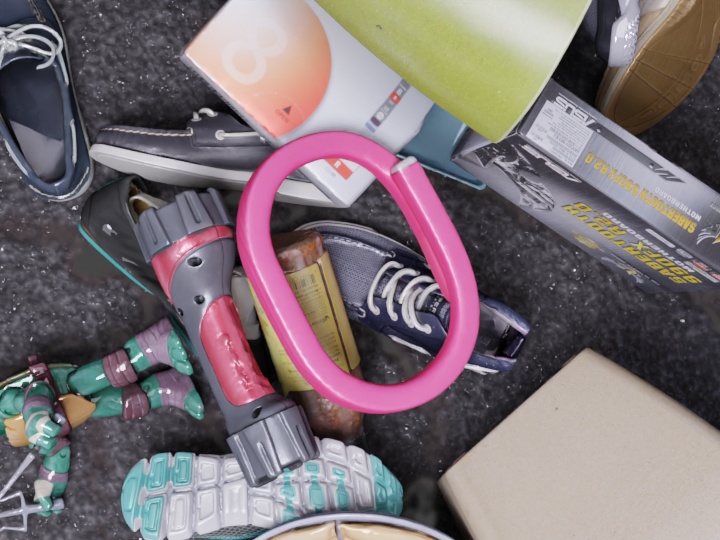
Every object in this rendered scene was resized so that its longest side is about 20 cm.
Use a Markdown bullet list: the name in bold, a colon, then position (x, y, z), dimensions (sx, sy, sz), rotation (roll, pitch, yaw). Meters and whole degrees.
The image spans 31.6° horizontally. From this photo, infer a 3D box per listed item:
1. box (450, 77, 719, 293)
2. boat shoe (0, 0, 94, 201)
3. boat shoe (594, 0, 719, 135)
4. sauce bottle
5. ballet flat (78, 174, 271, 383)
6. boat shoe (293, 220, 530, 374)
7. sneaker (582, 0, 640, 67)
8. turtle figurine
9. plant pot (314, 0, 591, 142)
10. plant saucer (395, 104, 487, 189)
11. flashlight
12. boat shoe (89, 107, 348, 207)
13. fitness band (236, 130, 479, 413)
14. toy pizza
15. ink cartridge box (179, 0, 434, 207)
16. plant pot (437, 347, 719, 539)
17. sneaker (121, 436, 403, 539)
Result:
- **box**: position (0.178, -0.055, 0.932), dimensions (0.200, 0.158, 0.048), rotation (33, 81, -10)
- **boat shoe**: position (-0.253, -0.148, 0.943), dimensions (0.075, 0.062, 0.200), rotation (-15, 88, -5)
- **boat shoe**: position (0.243, -0.202, 1.001), dimensions (0.074, 0.069, 0.200), rotation (22, 107, -36)
- **sauce bottle**: position (-0.032, 0.071, 0.941), dimensions (0.066, 0.066, 0.200), rotation (-17, 103, -7)
- **ballet flat**: position (-0.124, 0.009, 0.941), dimensions (0.200, 0.068, 0.068), rotation (46, 109, -3)
- **boat shoe**: position (0.037, 0.017, 0.953), dimensions (0.200, 0.093, 0.075), rotation (23, 84, -5)
- **sneaker**: position (0.144, -0.232, 0.974), dimensions (0.114, 0.076, 0.200), rotation (-9, 61, 1)
- **turtle figurine**: position (-0.215, 0.107, 0.903), dimensions (0.200, 0.150, 0.101), rotation (-24, 73, -13)
- **plant pot**: position (0.042, -0.211, 0.837), dimensions (0.200, 0.187, 0.187), rotation (25, 84, -6)
- **plant saucer**: position (0.015, -0.130, 0.997), dimensions (0.200, 0.019, 0.070), rotation (21, 85, -4)
- **flashlight**: position (-0.088, 0.045, 0.871), dimensions (0.068, 0.068, 0.200), rotation (-26, 81, 0)
- **boat shoe**: position (-0.099, -0.091, 0.953), dimensions (0.199, 0.074, 0.060), rotation (8, 86, -9)
- **fitness band**: position (0.000, 0.000, 0.870), dimensions (0.143, 0.037, 0.200), rotation (-28, 92, -21)
- **toy pizza**: position (-0.002, 0.245, 0.905), dimensions (0.200, 0.032, 0.201), rotation (2, 129, 2)
- **ink cartridge box**: position (-0.004, -0.170, 0.908), dimensions (0.162, 0.050, 0.200), rotation (42, 91, -15)
- **plant pot**: position (0.164, 0.171, 0.920), dimensions (0.200, 0.200, 0.177), rotation (-40, 79, -7)
- **sneaker**: position (-0.069, 0.162, 0.932), dimensions (0.199, 0.091, 0.078), rotation (2, 77, 2)
